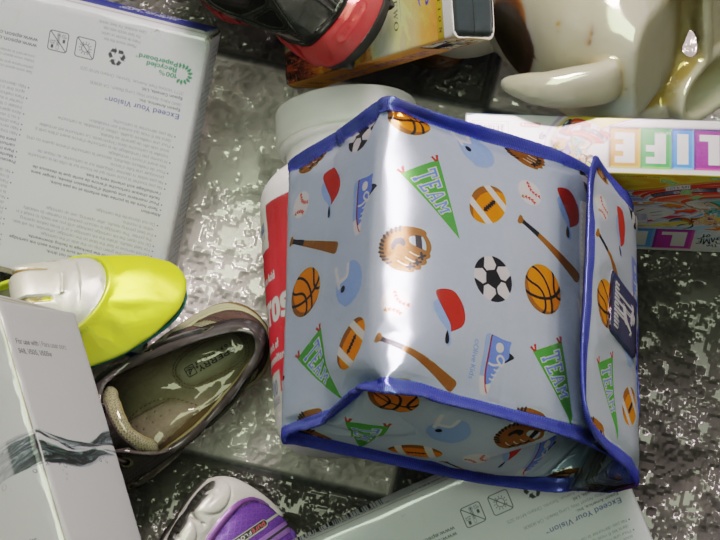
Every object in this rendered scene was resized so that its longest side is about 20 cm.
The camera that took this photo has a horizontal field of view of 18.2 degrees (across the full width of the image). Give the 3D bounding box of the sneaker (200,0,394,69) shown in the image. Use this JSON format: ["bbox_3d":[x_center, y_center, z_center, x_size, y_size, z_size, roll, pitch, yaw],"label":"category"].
[{"bbox_3d":[-0.065,-0.179,1.292,0.071,0.098,0.200,-58,35,2],"label":"sneaker"}]

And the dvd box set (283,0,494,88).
[{"bbox_3d":[0.009,-0.190,1.303,0.029,0.200,0.147,-3,88,-29],"label":"dvd box set"}]

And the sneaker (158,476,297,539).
[{"bbox_3d":[-0.103,0.213,1.258,0.083,0.081,0.200,35,82,-6],"label":"sneaker"}]

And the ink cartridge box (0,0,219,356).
[{"bbox_3d":[-0.198,-0.069,1.339,0.196,0.043,0.200,15,105,7],"label":"ink cartridge box"}]

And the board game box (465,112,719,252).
[{"bbox_3d":[0.159,-0.048,1.295,0.200,0.134,0.034,2,73,3],"label":"board game box"}]

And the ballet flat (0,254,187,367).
[{"bbox_3d":[-0.199,0.029,1.290,0.200,0.067,0.067,-17,53,15],"label":"ballet flat"}]

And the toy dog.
[{"bbox_3d":[0.106,-0.153,1.324,0.200,0.140,0.194,22,54,33],"label":"toy dog"}]

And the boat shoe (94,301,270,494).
[{"bbox_3d":[-0.137,0.087,1.293,0.200,0.065,0.073,-41,89,-4],"label":"boat shoe"}]

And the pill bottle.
[{"bbox_3d":[0.000,0.000,1.298,0.112,0.112,0.200,-5,72,1],"label":"pill bottle"}]

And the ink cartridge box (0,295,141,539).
[{"bbox_3d":[-0.202,0.132,1.192,0.146,0.083,0.200,-23,75,21],"label":"ink cartridge box"}]

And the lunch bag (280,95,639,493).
[{"bbox_3d":[0.069,0.020,1.190,0.200,0.124,0.170,17,63,-31],"label":"lunch bag"}]

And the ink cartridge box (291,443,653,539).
[{"bbox_3d":[0.080,0.206,1.257,0.196,0.043,0.200,-23,94,-5],"label":"ink cartridge box"}]
